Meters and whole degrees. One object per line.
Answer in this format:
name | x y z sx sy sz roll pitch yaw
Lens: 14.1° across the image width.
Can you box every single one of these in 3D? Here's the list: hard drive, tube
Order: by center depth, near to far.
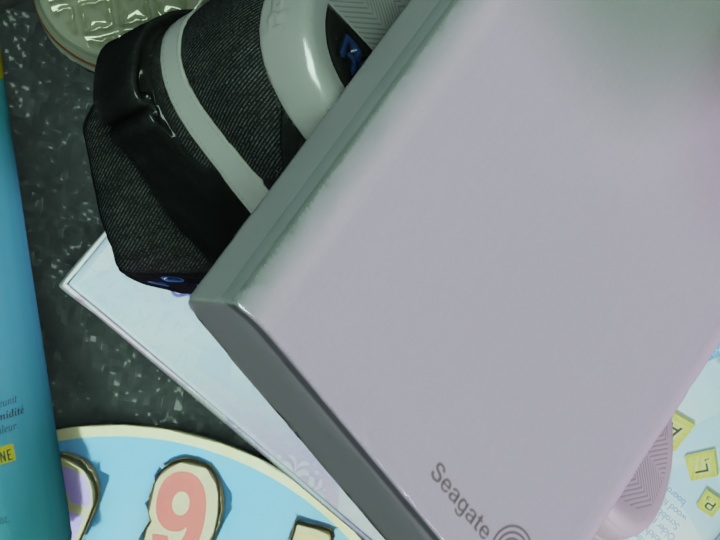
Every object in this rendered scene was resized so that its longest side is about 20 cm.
hard drive | 0.053 -0.022 0.759 0.132 0.027 0.200 51 62 -30
tube | -0.125 -0.014 0.822 0.077 0.050 0.201 -12 101 -6

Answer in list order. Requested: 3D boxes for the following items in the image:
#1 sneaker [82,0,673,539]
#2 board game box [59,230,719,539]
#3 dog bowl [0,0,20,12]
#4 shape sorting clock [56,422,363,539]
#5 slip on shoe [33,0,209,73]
sneaker | 0.000 0.000 0.814 0.111 0.073 0.200 -11 126 37
board game box | 0.050 -0.009 0.862 0.200 0.041 0.200 41 93 -3
dog bowl | -0.153 -0.164 0.841 0.198 0.059 0.202 0 95 -1
shape sorting clock | -0.074 0.147 0.876 0.198 0.039 0.202 0 95 0
slip on shoe | -0.023 -0.136 0.845 0.074 0.061 0.200 34 81 8
